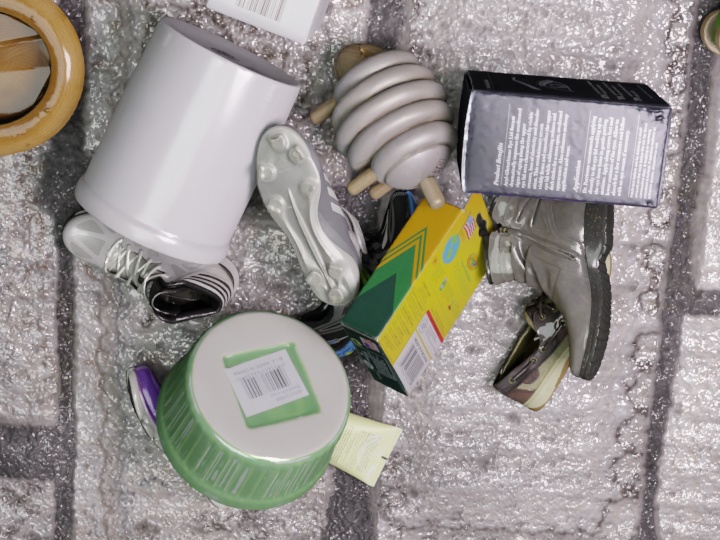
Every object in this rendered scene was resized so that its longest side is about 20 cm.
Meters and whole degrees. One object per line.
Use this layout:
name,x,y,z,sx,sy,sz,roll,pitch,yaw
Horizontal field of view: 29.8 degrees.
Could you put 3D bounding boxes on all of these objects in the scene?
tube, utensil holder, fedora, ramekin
tube,-0.059,0.174,1.516,0.200,0.052,0.058,24,145,-7
utensil holder,-0.174,-0.134,1.372,0.170,0.170,0.200,25,102,-5
fedora,-0.384,-0.214,1.401,0.200,0.082,0.201,-1,105,-3
ramekin,-0.107,0.140,1.419,0.200,0.200,0.098,26,144,-5

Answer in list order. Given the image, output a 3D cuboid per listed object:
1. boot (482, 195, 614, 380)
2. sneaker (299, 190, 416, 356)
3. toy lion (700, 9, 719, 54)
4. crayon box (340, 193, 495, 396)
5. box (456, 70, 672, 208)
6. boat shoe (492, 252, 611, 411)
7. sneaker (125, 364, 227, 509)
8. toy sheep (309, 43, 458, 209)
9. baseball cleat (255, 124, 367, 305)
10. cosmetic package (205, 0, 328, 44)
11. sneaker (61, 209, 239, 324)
boot,0.193,0.011,1.403,0.130,0.068,0.201,2,87,20
sneaker,0.000,0.000,1.450,0.083,0.071,0.200,28,108,-12
toy lion,0.455,-0.275,1.367,0.191,0.069,0.201,7,105,-7
crayon box,0.067,0.014,1.398,0.051,0.127,0.200,24,68,30
box,0.200,-0.136,1.367,0.199,0.148,0.105,5,106,2
boat shoe,0.206,0.059,1.456,0.065,0.073,0.200,19,106,-14
sneaker,-0.187,0.174,1.515,0.083,0.081,0.200,-41,110,-1
toy sheep,0.032,-0.146,1.377,0.138,0.138,0.200,-31,77,10
baseball cleat,-0.050,-0.064,1.372,0.070,0.106,0.200,-11,112,16
cosmetic package,-0.080,-0.276,1.310,0.101,0.200,0.074,21,105,-4
sneaker,-0.229,-0.007,1.434,0.200,0.115,0.076,20,105,-3
